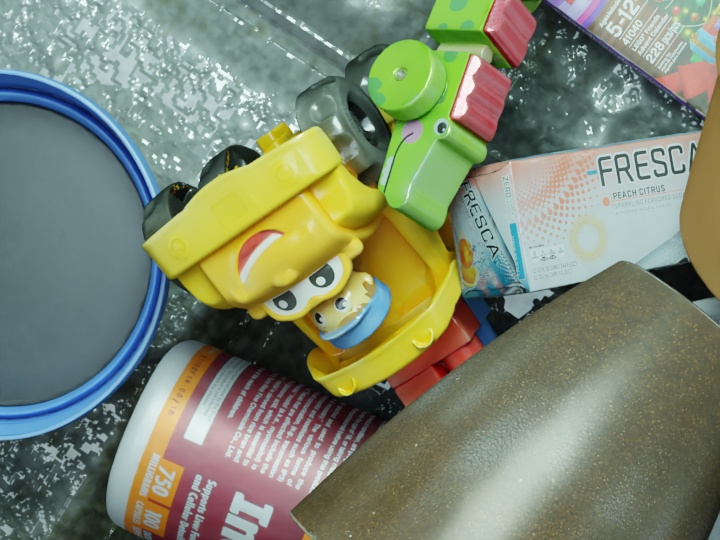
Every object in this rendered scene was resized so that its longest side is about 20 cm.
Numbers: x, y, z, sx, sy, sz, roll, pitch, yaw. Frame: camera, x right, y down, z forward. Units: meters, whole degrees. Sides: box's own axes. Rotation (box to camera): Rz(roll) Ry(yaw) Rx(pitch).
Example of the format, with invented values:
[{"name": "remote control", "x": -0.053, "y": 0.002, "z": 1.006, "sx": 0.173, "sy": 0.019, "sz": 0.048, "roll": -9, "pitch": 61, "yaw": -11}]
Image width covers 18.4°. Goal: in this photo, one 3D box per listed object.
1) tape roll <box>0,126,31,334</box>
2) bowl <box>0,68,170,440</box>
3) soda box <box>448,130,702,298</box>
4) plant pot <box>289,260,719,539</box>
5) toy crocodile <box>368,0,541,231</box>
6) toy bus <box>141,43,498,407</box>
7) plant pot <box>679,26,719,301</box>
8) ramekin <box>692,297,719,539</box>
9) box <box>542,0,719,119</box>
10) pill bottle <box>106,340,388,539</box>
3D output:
[{"name": "tape roll", "x": -0.278, "y": -0.024, "z": 1.276, "sx": 0.199, "sy": 0.066, "sz": 0.201, "roll": 0, "pitch": 93, "yaw": 9}, {"name": "bowl", "x": -0.198, "y": -0.008, "z": 1.213, "sx": 0.199, "sy": 0.039, "sz": 0.202, "roll": 0, "pitch": 92, "yaw": 9}, {"name": "soda box", "x": 0.144, "y": -0.033, "z": 1.157, "sx": 0.199, "sy": 0.063, "sz": 0.069, "roll": -10, "pitch": 91, "yaw": -30}, {"name": "plant pot", "x": 0.100, "y": 0.101, "z": 1.077, "sx": 0.187, "sy": 0.187, "sz": 0.200, "roll": 40, "pitch": 87, "yaw": 5}, {"name": "toy crocodile", "x": 0.057, "y": -0.117, "z": 1.100, "sx": 0.062, "sy": 0.067, "sz": 0.201, "roll": 8, "pitch": 72, "yaw": 38}, {"name": "toy bus", "x": 0.000, "y": 0.000, "z": 1.168, "sx": 0.135, "sy": 0.200, "sz": 0.192, "roll": -31, "pitch": 93, "yaw": 23}, {"name": "plant pot", "x": 0.245, "y": -0.048, "z": 1.068, "sx": 0.200, "sy": 0.200, "sz": 0.140, "roll": 32, "pitch": 129, "yaw": 6}, {"name": "ramekin", "x": 0.210, "y": 0.119, "z": 1.148, "sx": 0.200, "sy": 0.097, "sz": 0.202, "roll": -15, "pitch": 70, "yaw": 47}, {"name": "box", "x": 0.199, "y": -0.198, "z": 1.208, "sx": 0.137, "sy": 0.039, "sz": 0.200, "roll": 36, "pitch": 97, "yaw": 6}, {"name": "pill bottle", "x": -0.029, "y": 0.125, "z": 1.219, "sx": 0.199, "sy": 0.113, "sz": 0.113, "roll": 22, "pitch": 95, "yaw": 8}]
